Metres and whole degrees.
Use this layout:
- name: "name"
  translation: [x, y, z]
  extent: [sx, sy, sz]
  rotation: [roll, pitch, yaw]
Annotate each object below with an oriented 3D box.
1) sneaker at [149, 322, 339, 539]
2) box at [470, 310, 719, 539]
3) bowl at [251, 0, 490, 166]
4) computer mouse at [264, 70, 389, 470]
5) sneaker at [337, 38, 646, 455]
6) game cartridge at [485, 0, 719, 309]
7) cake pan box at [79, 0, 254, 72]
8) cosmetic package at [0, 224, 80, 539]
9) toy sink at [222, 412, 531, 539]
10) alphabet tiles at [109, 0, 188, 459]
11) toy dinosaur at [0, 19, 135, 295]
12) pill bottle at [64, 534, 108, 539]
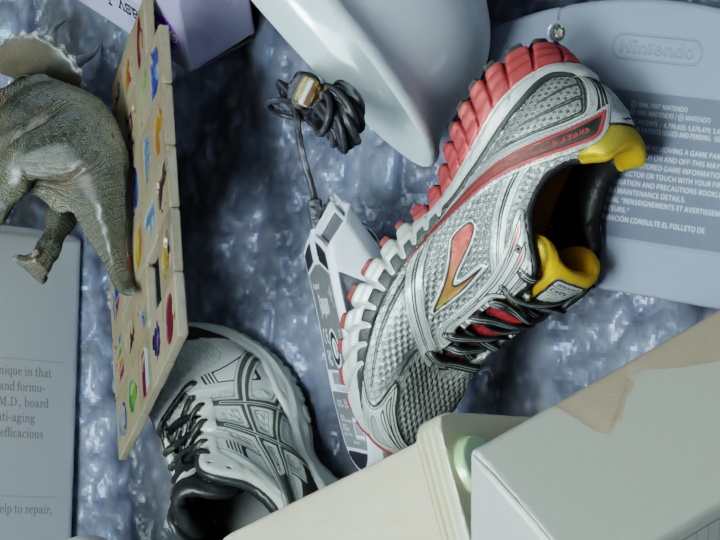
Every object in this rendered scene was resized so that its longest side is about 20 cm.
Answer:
- name: "sneaker"
  translation: [-0.066, 0.095, 1.395]
  extent: [0.200, 0.087, 0.076]
  rotation: [49, 120, 35]
- name: "box"
  translation: [0.145, 0.077, 1.122]
  extent: [0.078, 0.199, 0.095]
  rotation: [49, 156, 33]
- name: "bowl"
  translation: [-0.002, -0.151, 1.303]
  extent: [0.090, 0.201, 0.201]
  rotation: [-43, 55, -4]
- name: "computer mouse"
  translation: [0.000, 0.000, 1.353]
  extent: [0.110, 0.044, 0.201]
  rotation: [-178, 76, -77]
- name: "sneaker"
  translation: [0.057, 0.000, 1.251]
  extent: [0.082, 0.078, 0.201]
  rotation: [41, 114, 35]
- name: "game cartridge"
  translation: [0.136, -0.054, 1.258]
  extent: [0.199, 0.040, 0.134]
  rotation: [11, 98, 42]
- name: "cake pan box"
  translation: [-0.137, -0.218, 1.443]
  extent: [0.200, 0.052, 0.185]
  rotation: [35, 148, 36]
- name: "cosmetic package"
  translation: [-0.267, 0.076, 1.525]
  extent: [0.167, 0.166, 0.202]
  rotation: [-4, 83, 42]
- name: "toy sink"
  translation: [0.057, 0.132, 1.253]
  extent: [0.199, 0.130, 0.113]
  rotation: [-29, 68, 38]
- name: "alphabet tiles"
  translation: [-0.111, -0.027, 1.425]
  extent: [0.167, 0.007, 0.201]
  rotation: [121, 148, -62]
- name: "toy dinosaur"
  translation: [-0.163, -0.061, 1.455]
  extent: [0.102, 0.077, 0.200]
  rotation: [-51, 39, 7]
- name: "pill bottle"
  translation: [-0.094, 0.219, 1.393]
  extent: [0.200, 0.112, 0.113]
  rotation: [37, 111, 37]
